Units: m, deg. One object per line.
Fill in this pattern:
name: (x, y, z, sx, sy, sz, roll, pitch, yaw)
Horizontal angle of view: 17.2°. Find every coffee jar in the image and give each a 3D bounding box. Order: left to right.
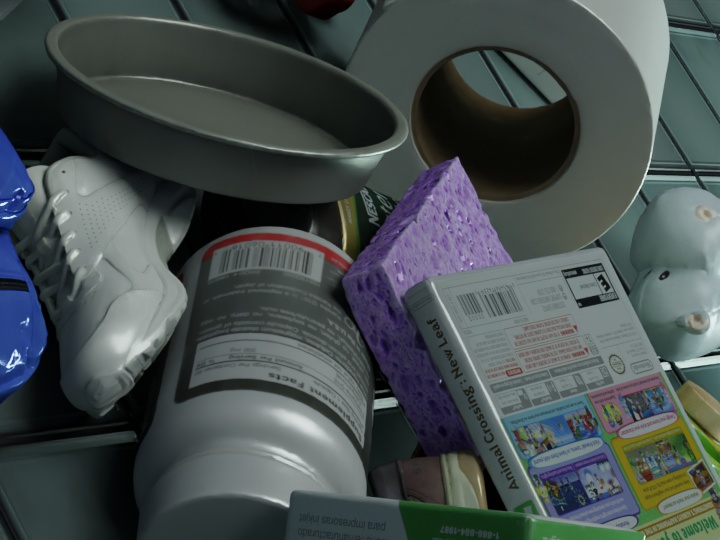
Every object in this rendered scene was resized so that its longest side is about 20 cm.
coffee jar: (0.000, 0.000, 1.371, 0.199, 0.085, 0.105, 23, 37, -41)

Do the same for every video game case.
video game case: (0.116, 0.079, 1.234, 0.200, 0.022, 0.183, -9, 70, -59)

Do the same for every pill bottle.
pill bottle: (-0.050, 0.079, 1.169, 0.114, 0.114, 0.201, 39, 30, -22)

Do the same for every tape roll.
tape roll: (0.096, -0.122, 1.538, 0.203, 0.202, 0.139, 44, 28, -12)

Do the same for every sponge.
sponge: (0.047, 0.018, 1.273, 0.112, 0.030, 0.200, 62, 21, -10)

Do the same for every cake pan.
cake pan: (-0.074, -0.086, 1.274, 0.199, 0.037, 0.200, 14, 20, -5)

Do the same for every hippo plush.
hippo plush: (0.246, 0.017, 1.708, 0.160, 0.159, 0.201, 7, 91, -31)

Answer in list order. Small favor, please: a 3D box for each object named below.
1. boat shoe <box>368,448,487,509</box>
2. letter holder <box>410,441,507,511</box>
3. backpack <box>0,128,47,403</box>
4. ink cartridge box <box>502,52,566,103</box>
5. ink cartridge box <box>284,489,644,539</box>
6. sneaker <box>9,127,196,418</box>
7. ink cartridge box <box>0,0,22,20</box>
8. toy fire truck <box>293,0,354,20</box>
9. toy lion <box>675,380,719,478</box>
boat shoe: (0.035, 0.189, 1.173, 0.072, 0.064, 0.202, -35, 122, -85)
letter holder: (0.102, 0.180, 1.314, 0.199, 0.143, 0.100, 21, 8, -45)
backpack: (-0.222, -0.013, 0.970, 0.162, 0.168, 0.201, -6, 65, -51)
ink cartridge box: (0.137, -0.233, 1.862, 0.200, 0.083, 0.147, 44, 28, -14)
ink cartridge box: (0.033, 0.202, 1.021, 0.083, 0.146, 0.201, 13, 81, -46)
sneaker: (-0.142, -0.003, 1.189, 0.099, 0.078, 0.200, 33, 23, -19)
ink cartridge box: (-0.254, -0.249, 1.290, 0.146, 0.086, 0.201, 14, 47, -50)
toy fire truck: (-0.051, -0.252, 1.593, 0.168, 0.112, 0.201, 42, 23, -58)
toy lion: (0.169, 0.086, 1.478, 0.200, 0.069, 0.192, 41, 8, -20)
